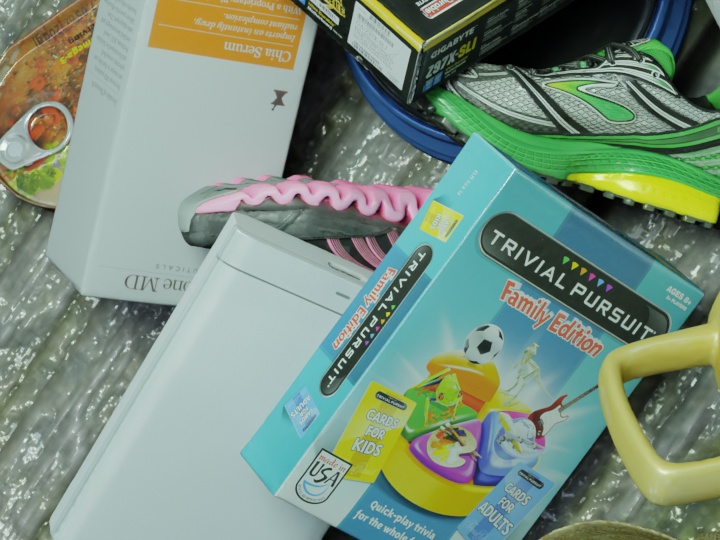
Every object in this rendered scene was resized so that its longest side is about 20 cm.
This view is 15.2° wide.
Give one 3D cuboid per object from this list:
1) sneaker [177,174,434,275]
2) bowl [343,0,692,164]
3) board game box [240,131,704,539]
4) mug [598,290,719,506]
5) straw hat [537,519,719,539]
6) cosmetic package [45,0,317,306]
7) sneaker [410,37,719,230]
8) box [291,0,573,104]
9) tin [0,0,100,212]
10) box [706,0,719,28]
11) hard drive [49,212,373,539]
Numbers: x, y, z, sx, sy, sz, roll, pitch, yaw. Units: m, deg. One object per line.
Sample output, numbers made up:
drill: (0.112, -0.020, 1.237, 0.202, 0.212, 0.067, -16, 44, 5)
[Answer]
sneaker: (0.000, 0.000, 1.408, 0.200, 0.079, 0.096, 6, 95, -19)
bowl: (0.080, -0.155, 1.469, 0.200, 0.039, 0.201, -4, 77, 17)
board game box: (0.058, 0.052, 1.360, 0.200, 0.151, 0.047, -54, 37, 8)
mug: (0.226, 0.050, 1.304, 0.149, 0.186, 0.153, -50, 39, 27)
straw hat: (0.181, 0.181, 1.335, 0.201, 0.201, 0.085, 33, 51, 21)
cosmetic package: (-0.092, -0.085, 1.434, 0.071, 0.101, 0.200, 40, 120, 61)
sneaker: (0.112, -0.086, 1.391, 0.200, 0.078, 0.085, 15, 98, -13)
box: (0.042, -0.190, 1.385, 0.200, 0.049, 0.160, -33, 63, -31)
tin: (-0.122, -0.109, 1.523, 0.200, 0.042, 0.112, -33, 67, 8)
box: (0.263, -0.156, 1.290, 0.200, 0.036, 0.144, -18, 41, 1)
hard drive: (-0.056, 0.079, 1.392, 0.200, 0.132, 0.027, -58, 23, 20)
